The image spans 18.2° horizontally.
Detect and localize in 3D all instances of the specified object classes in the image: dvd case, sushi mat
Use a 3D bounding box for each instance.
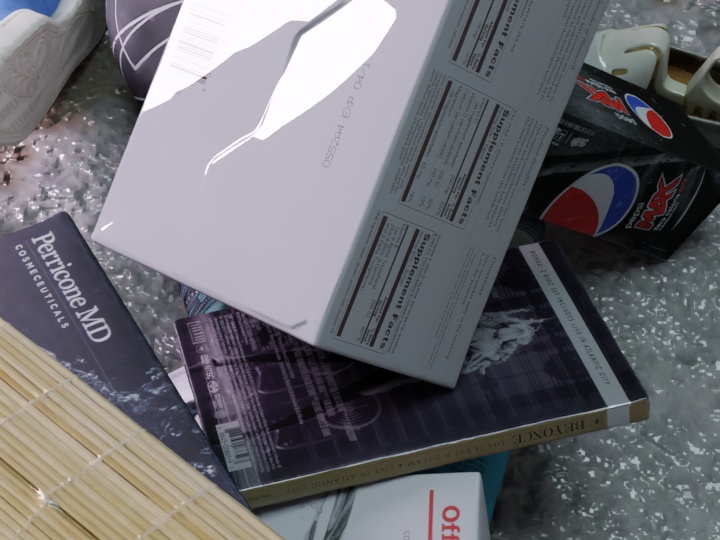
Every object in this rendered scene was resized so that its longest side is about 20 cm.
[{"bbox_3d":[0.020,0.046,1.067,0.198,0.016,0.149,-12,32,-7],"label":"dvd case"},{"bbox_3d":[-0.116,0.091,0.866,0.200,0.012,0.096,34,61,31],"label":"sushi mat"}]

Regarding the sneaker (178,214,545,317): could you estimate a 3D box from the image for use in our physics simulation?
[{"bbox_3d":[0.000,0.000,1.170,0.198,0.078,0.087,-6,65,-5],"label":"sneaker"}]

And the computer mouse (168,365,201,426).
[{"bbox_3d":[-0.073,0.069,1.109,0.199,0.044,0.110,-13,51,-16],"label":"computer mouse"}]

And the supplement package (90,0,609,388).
[{"bbox_3d":[-0.005,-0.072,1.037,0.155,0.111,0.201,23,92,40],"label":"supplement package"}]

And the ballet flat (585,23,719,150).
[{"bbox_3d":[0.182,-0.109,1.275,0.199,0.064,0.068,18,50,10],"label":"ballet flat"}]

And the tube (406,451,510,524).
[{"bbox_3d":[0.041,0.095,1.100,0.077,0.051,0.201,9,53,21],"label":"tube"}]

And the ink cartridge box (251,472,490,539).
[{"bbox_3d":[-0.001,0.155,1.001,0.198,0.067,0.116,-4,49,7],"label":"ink cartridge box"}]

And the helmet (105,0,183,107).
[{"bbox_3d":[-0.039,-0.148,1.215,0.190,0.200,0.201,21,48,-11],"label":"helmet"}]

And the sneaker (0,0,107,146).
[{"bbox_3d":[-0.214,-0.135,1.224,0.110,0.077,0.200,16,31,5],"label":"sneaker"}]

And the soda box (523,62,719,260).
[{"bbox_3d":[0.109,-0.066,1.160,0.199,0.063,0.071,15,34,-48],"label":"soda box"}]

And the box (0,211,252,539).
[{"bbox_3d":[-0.166,0.108,0.945,0.199,0.118,0.197,-24,49,-16],"label":"box"}]
